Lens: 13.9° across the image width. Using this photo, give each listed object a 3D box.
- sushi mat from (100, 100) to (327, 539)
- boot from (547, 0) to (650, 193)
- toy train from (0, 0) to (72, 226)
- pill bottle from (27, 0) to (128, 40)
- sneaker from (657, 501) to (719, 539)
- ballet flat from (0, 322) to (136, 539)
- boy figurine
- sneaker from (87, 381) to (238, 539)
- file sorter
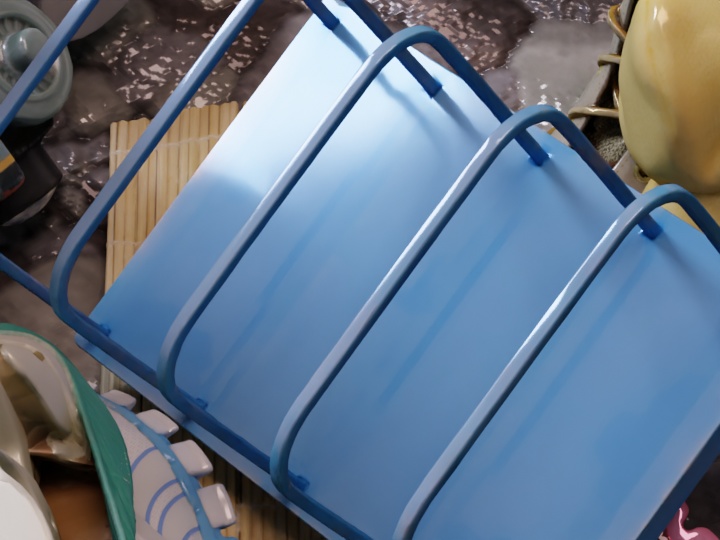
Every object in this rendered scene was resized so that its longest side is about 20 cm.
[{"bbox_3d":[-0.038,0.018,0.970,0.095,0.012,0.201,-6,48,4],"label":"sushi mat"},{"bbox_3d":[0.091,-0.057,0.978,0.200,0.155,0.072,-32,59,-33],"label":"boot"},{"bbox_3d":[-0.178,-0.087,0.958,0.201,0.085,0.114,57,45,-11],"label":"toy train"},{"bbox_3d":[-0.165,-0.166,1.056,0.199,0.112,0.111,33,51,17],"label":"pill bottle"},{"bbox_3d":[0.079,0.124,0.879,0.200,0.079,0.095,39,64,24],"label":"sneaker"},{"bbox_3d":[-0.093,0.061,0.799,0.067,0.071,0.200,-18,42,-8],"label":"ballet flat"},{"bbox_3d":[0.129,0.001,0.918,0.201,0.124,0.064,59,33,-13],"label":"boy figurine"},{"bbox_3d":[-0.071,0.103,0.840,0.086,0.075,0.200,5,37,-51],"label":"sneaker"},{"bbox_3d":[0.000,0.000,0.852,0.200,0.123,0.139,35,87,31],"label":"file sorter"}]
